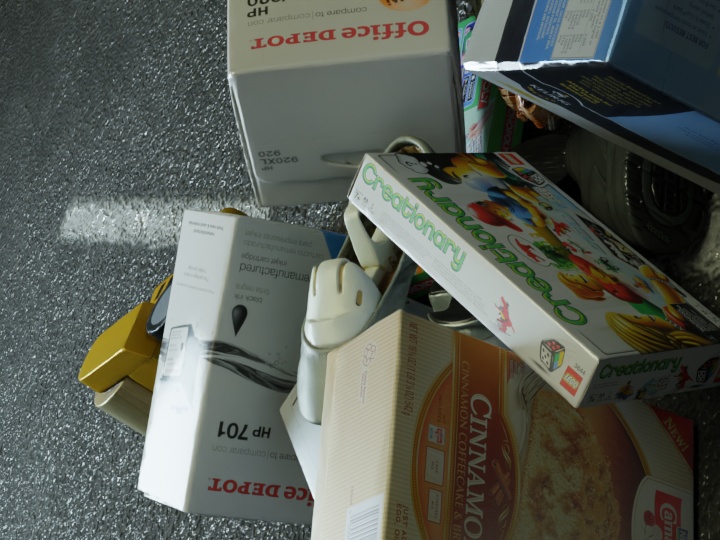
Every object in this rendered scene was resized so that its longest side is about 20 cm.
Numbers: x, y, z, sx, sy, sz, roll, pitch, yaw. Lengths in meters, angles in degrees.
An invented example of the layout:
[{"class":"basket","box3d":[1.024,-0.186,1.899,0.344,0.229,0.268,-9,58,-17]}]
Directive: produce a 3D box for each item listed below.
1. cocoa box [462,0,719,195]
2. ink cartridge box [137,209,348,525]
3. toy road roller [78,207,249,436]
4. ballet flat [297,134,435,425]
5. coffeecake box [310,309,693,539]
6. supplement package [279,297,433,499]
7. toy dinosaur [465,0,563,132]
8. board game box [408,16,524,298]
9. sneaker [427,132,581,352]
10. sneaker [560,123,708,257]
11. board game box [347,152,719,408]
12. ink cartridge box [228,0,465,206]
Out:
[{"class":"cocoa box","box3d":[0.181,-0.126,0.935,0.131,0.199,0.134,9,78,61]},{"class":"ink cartridge box","box3d":[-0.059,0.069,1.256,0.086,0.146,0.201,7,88,59]},{"class":"toy road roller","box3d":[-0.119,0.044,1.453,0.200,0.123,0.147,-35,28,46]},{"class":"ballet flat","box3d":[0.000,0.000,1.102,0.067,0.064,0.201,-3,48,38]},{"class":"coffeecake box","box3d":[0.077,0.130,0.946,0.073,0.199,0.154,-32,45,49]},{"class":"supplement package","box3d":[0.042,0.118,1.112,0.114,0.109,0.200,-57,30,20]},{"class":"toy dinosaur","box3d":[0.119,-0.145,1.139,0.200,0.102,0.137,-119,19,-64]},{"class":"board game box","box3d":[0.065,-0.084,1.298,0.134,0.029,0.201,-19,55,55]},{"class":"sneaker","box3d":[0.101,-0.004,1.138,0.074,0.089,0.200,-5,40,34]},{"class":"sneaker","box3d":[0.158,-0.096,1.096,0.091,0.076,0.201,-30,45,56]},{"class":"board game box","box3d":[0.100,-0.001,1.001,0.200,0.126,0.035,43,122,36]},{"class":"ink cartridge box","box3d":[-0.008,-0.167,1.230,0.145,0.146,0.201,78,-172,-55]}]
